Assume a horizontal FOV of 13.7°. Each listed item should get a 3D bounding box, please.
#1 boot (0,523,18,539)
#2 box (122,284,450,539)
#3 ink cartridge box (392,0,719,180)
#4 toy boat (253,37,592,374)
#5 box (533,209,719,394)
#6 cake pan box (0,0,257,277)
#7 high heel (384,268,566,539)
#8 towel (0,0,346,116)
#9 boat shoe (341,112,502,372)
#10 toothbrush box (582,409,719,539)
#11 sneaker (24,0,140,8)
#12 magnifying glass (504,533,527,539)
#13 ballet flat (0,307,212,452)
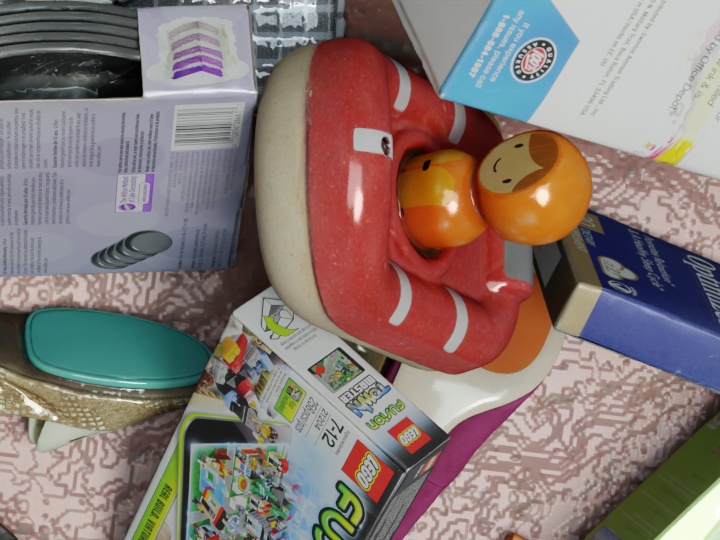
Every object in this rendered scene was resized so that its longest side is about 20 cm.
[{"bbox_3d":[-0.182,0.238,1.425,0.200,0.069,0.188,44,75,11],"label":"boot"},{"bbox_3d":[-0.042,0.110,1.394,0.110,0.200,0.035,41,44,15],"label":"box"},{"bbox_3d":[0.132,-0.148,1.338,0.199,0.146,0.147,15,122,-28],"label":"ink cartridge box"},{"bbox_3d":[0.040,-0.032,1.333,0.130,0.200,0.131,-9,73,29],"label":"toy boat"},{"bbox_3d":[0.180,0.030,1.454,0.199,0.121,0.032,23,108,-13],"label":"box"},{"bbox_3d":[-0.143,-0.056,1.364,0.183,0.200,0.052,-4,67,-7],"label":"cake pan box"},{"bbox_3d":[0.031,0.075,1.488,0.067,0.096,0.200,43,68,7],"label":"high heel"},{"bbox_3d":[-0.101,-0.155,1.417,0.199,0.086,0.166,0,96,-9],"label":"towel"},{"bbox_3d":[0.000,0.000,1.457,0.073,0.065,0.200,36,71,-8],"label":"boat shoe"},{"bbox_3d":[0.170,0.184,1.468,0.200,0.086,0.146,-44,101,-3],"label":"toothbrush box"},{"bbox_3d":[-0.072,-0.179,1.343,0.199,0.075,0.087,-24,95,-4],"label":"sneaker"},{"bbox_3d":[0.156,0.190,1.518,0.200,0.022,0.080,29,90,-9],"label":"magnifying glass"},{"bbox_3d":[-0.169,0.051,1.445,0.199,0.071,0.065,11,121,-7],"label":"ballet flat"}]
